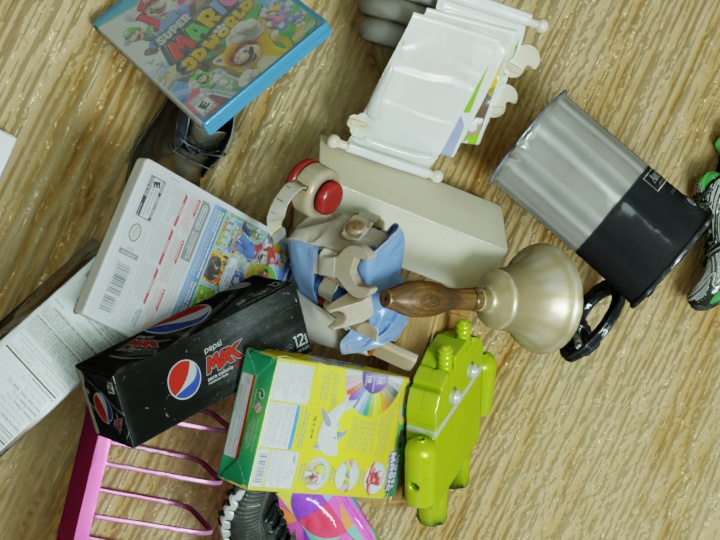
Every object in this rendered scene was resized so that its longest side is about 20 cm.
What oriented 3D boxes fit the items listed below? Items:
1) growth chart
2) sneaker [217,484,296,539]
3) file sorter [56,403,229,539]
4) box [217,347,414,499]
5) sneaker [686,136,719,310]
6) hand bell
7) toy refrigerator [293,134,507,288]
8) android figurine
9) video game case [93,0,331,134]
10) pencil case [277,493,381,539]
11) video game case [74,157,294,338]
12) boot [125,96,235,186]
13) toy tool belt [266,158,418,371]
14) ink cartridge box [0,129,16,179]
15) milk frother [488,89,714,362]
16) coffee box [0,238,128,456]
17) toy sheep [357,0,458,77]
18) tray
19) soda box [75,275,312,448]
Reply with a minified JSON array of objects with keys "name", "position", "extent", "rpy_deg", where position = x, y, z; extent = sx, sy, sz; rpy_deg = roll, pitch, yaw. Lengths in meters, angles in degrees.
[{"name":"growth chart","position":[0.076,-0.170,1.298],"extent":[0.144,0.018,0.201],"rpy_deg":[22,116,-25]},{"name":"sneaker","position":[-0.088,0.249,1.293],"extent":[0.090,0.067,0.201],"rpy_deg":[20,126,6]},{"name":"file sorter","position":[-0.202,0.218,1.273],"extent":[0.124,0.139,0.202],"rpy_deg":[13,90,-16]},{"name":"box","position":[-0.029,0.139,1.240],"extent":[0.199,0.048,0.118],"rpy_deg":[15,89,-45]},{"name":"sneaker","position":[0.376,-0.053,1.455],"extent":[0.085,0.078,0.202],"rpy_deg":[22,78,-8]},{"name":"hand bell","position":[0.097,0.025,1.253],"extent":[0.199,0.104,0.105],"rpy_deg":[1,93,-41]},{"name":"toy refrigerator","position":[0.037,-0.050,1.346],"extent":[0.198,0.076,0.070],"rpy_deg":[20,125,-15]},{"name":"android figurine","position":[0.084,0.142,1.336],"extent":[0.041,0.182,0.202],"rpy_deg":[14,122,21]},{"name":"video game case","position":[-0.136,-0.218,1.254],"extent":[0.143,0.200,0.018],"rpy_deg":[-41,142,-9]},{"name":"pencil case","position":[-0.031,0.244,1.349],"extent":[0.088,0.088,0.201],"rpy_deg":[-39,102,-10]},{"name":"video game case","position":[-0.145,0.008,1.237],"extent":[0.199,0.018,0.144],"rpy_deg":[30,76,-40]},{"name":"boot","position":[-0.167,-0.110,1.285],"extent":[0.074,0.097,0.202],"rpy_deg":[19,88,-16]},{"name":"toy tool belt","position":[0.000,0.000,1.248],"extent":[0.125,0.122,0.201],"rpy_deg":[-42,144,-30]},{"name":"ink cartridge box","position":[-0.419,-0.109,1.241],"extent":[0.199,0.050,0.110],"rpy_deg":[24,87,-16]},{"name":"milk frother","position":[0.206,-0.036,1.363],"extent":[0.188,0.180,0.200],"rpy_deg":[41,97,7]},{"name":"coffee box","position":[-0.285,0.069,1.255],"extent":[0.200,0.114,0.080],"rpy_deg":[-43,104,-8]},{"name":"toy sheep","position":[0.064,-0.264,1.325],"extent":[0.137,0.138,0.202],"rpy_deg":[14,94,-15]},{"name":"tray","position":[0.053,0.128,1.358],"extent":[0.037,0.098,0.202],"rpy_deg":[15,89,25]},{"name":"soda box","position":[-0.139,0.074,1.196],"extent":[0.199,0.063,0.071],"rpy_deg":[-28,113,-36]}]
